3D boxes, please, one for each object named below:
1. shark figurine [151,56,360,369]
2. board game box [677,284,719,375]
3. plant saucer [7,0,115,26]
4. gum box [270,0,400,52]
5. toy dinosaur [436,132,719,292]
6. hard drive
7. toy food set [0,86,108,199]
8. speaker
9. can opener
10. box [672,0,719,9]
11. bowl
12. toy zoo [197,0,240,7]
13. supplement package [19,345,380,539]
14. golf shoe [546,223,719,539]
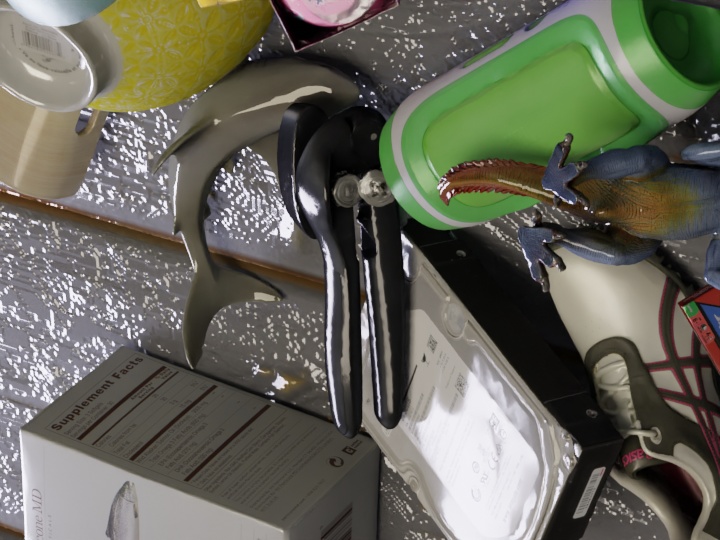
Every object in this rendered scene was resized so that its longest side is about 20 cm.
[{"bbox_3d":[-0.095,-0.055,1.634,0.128,0.089,0.215,36,129,14],"label":"shark figurine"},{"bbox_3d":[0.264,0.076,1.471,0.103,0.019,0.200,-31,99,2],"label":"board game box"},{"bbox_3d":[-0.153,-0.226,1.400,0.200,0.036,0.200,-13,72,48],"label":"plant saucer"},{"bbox_3d":[-0.044,-0.229,1.464,0.066,0.114,0.200,-25,102,15],"label":"gum box"},{"bbox_3d":[0.172,-0.051,1.422,0.200,0.181,0.105,39,132,45],"label":"toy dinosaur"},{"bbox_3d":[0.064,0.082,1.581,0.200,0.038,0.140,53,139,35],"label":"hard drive"},{"bbox_3d":[-0.237,-0.154,1.698,0.200,0.060,0.144,32,118,13],"label":"toy food set"},{"bbox_3d":[0.103,-0.091,1.477,0.200,0.088,0.089,-28,99,41],"label":"speaker"},{"bbox_3d":[0.000,0.000,1.571,0.079,0.063,0.200,-141,39,-68],"label":"can opener"},{"bbox_3d":[0.133,-0.218,1.304,0.200,0.107,0.149,11,114,0],"label":"box"},{"bbox_3d":[-0.158,-0.153,1.524,0.200,0.108,0.200,20,144,15],"label":"bowl"},{"bbox_3d":[-0.029,-0.211,1.396,0.200,0.020,0.131,-11,105,11],"label":"toy zoo"},{"bbox_3d":[-0.102,0.149,1.738,0.200,0.117,0.117,18,126,25],"label":"supplement package"},{"bbox_3d":[0.162,0.066,1.530,0.077,0.088,0.200,-32,95,43],"label":"golf shoe"}]
